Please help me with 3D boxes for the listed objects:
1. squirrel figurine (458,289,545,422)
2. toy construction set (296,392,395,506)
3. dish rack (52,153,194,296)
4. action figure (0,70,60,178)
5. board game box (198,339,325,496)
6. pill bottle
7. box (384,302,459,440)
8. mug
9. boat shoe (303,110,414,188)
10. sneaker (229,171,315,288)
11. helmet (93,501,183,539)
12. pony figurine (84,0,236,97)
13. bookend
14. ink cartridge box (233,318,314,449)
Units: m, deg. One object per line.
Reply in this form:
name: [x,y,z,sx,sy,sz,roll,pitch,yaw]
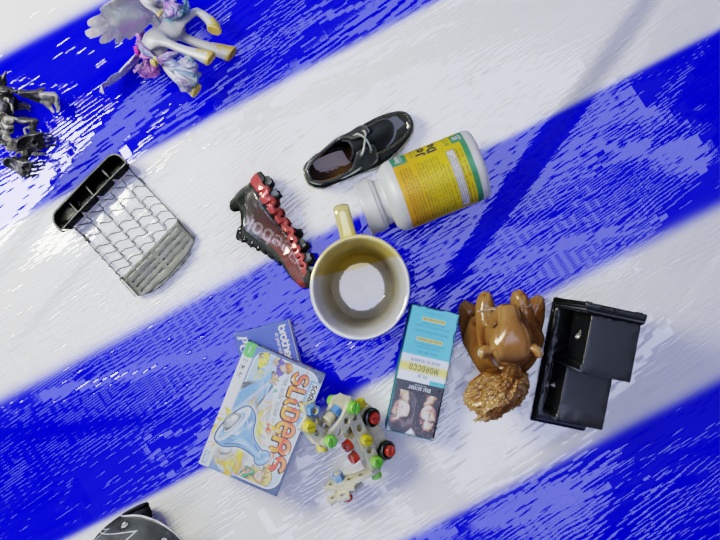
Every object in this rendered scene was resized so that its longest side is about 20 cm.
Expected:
squirrel figurine: [0.221,0.130,1.306,0.138,0.187,0.205,3,90,1]
toy construction set: [-0.022,0.273,1.336,0.130,0.091,0.203,-35,126,-29]
dish rack: [-0.372,-0.066,1.389,0.153,0.055,0.200,-44,89,2]
action figure: [-0.534,-0.231,1.371,0.201,0.101,0.120,53,125,38]
board game box: [-0.151,0.228,1.344,0.133,0.034,0.203,22,89,-1]
pill bottle: [0.094,-0.131,1.348,0.197,0.113,0.115,-22,89,2]
box: [0.097,0.159,1.378,0.081,0.049,0.204,11,90,2]
mug: [0.006,0.008,1.329,0.147,0.153,0.190,17,90,2]
boat shoe: [-0.001,-0.191,1.375,0.198,0.068,0.073,-29,87,0]
sneaker: [-0.141,-0.050,1.375,0.097,0.071,0.203,-31,87,1]
helmet: [-0.334,0.462,1.315,0.196,0.191,0.205,0,90,2]
pony figurine: [-0.320,-0.360,1.356,0.198,0.167,0.194,32,58,5]
bookend: [0.335,0.150,1.297,0.090,0.199,0.204,11,91,-1]
ink cartridge box: [-0.133,0.187,1.386,0.092,0.044,0.204,-14,89,0]
